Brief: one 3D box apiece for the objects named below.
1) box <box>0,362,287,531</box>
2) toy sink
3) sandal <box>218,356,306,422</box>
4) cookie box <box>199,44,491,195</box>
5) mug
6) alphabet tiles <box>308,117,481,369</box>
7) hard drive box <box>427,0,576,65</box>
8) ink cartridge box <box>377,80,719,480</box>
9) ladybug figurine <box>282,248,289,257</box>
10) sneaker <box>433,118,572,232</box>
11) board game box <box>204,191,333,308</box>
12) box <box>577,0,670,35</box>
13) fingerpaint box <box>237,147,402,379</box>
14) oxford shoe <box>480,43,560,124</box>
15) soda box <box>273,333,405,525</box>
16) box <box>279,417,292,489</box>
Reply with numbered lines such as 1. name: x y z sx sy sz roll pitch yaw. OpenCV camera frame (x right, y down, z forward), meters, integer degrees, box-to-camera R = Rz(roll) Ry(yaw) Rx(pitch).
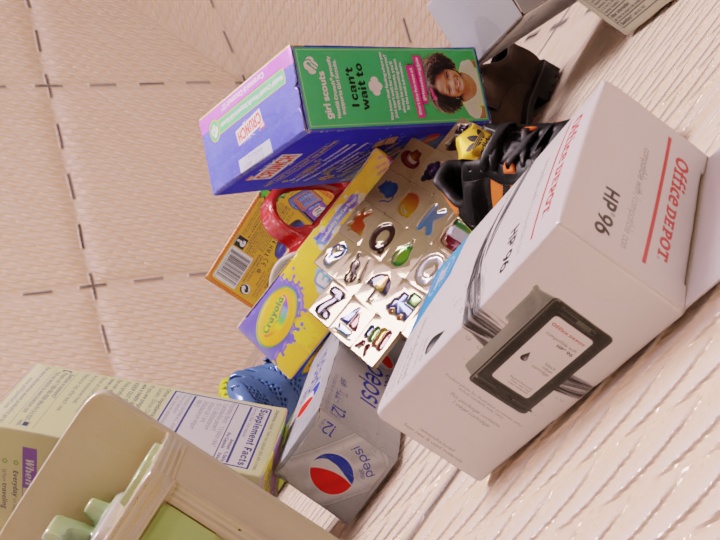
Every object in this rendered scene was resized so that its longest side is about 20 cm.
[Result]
1. box: -0.164 0.181 0.761 0.097 0.197 0.179 -69 -13 -68
2. toy sink: -0.114 0.181 0.614 0.131 0.199 0.112 -55 5 -1
3. sandal: -0.085 0.117 1.080 0.087 0.080 0.200 -36 4 12
4. cookie box: -0.015 -0.132 0.916 0.198 0.076 0.170 -9 -8 -37
5. mug: -0.011 -0.042 1.201 0.132 0.179 0.201 -3 34 31
6. alphabet tiles: 0.046 -0.025 0.804 0.201 0.006 0.166 -51 40 -3
7. hard drive box: 0.173 -0.276 0.915 0.199 0.077 0.156 -35 1 -13
8. ink cartridge box: 0.095 -0.003 0.486 0.200 0.067 0.117 -52 8 43
9. ladybug figurine: -0.045 0.029 1.296 0.071 0.136 0.202 -14 40 37
10. sneaker: 0.100 -0.059 0.636 0.070 0.089 0.200 -58 5 -16
11. board game box: -0.094 -0.022 1.564 0.202 0.198 0.200 -57 5 -2
12. box: 0.167 -0.290 0.767 0.110 0.199 0.128 -58 6 -13
13. fingerpaint box: 0.000 0.000 0.960 0.201 0.073 0.167 -51 -15 8
14. oxford shoe: 0.120 -0.143 0.982 0.073 0.084 0.201 -48 12 48
15. soda box: -0.008 0.102 0.796 0.064 0.068 0.200 -54 7 18
16. box: -0.114 0.220 1.172 0.123 0.047 0.200 -57 6 4
